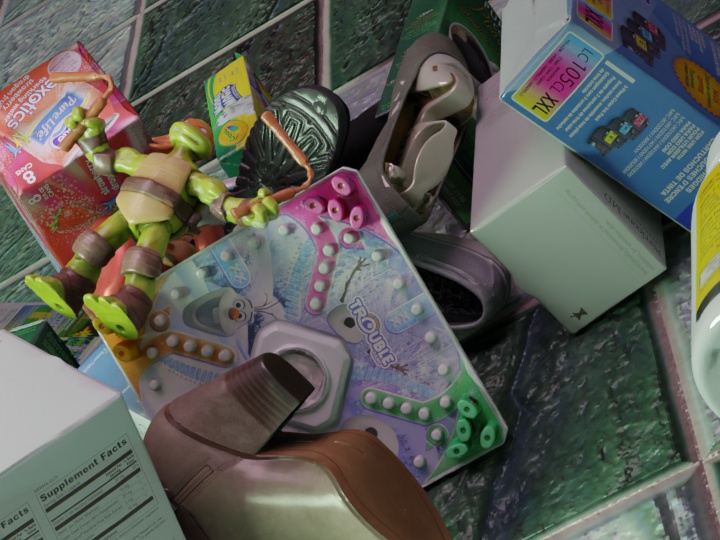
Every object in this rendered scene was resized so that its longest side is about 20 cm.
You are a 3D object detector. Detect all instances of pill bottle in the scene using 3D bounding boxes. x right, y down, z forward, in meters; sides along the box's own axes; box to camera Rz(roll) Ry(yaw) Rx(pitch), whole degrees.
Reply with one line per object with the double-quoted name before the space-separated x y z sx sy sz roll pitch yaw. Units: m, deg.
"pill bottle" 0.243 -0.006 1.169 0.114 0.114 0.200 -24 29 24

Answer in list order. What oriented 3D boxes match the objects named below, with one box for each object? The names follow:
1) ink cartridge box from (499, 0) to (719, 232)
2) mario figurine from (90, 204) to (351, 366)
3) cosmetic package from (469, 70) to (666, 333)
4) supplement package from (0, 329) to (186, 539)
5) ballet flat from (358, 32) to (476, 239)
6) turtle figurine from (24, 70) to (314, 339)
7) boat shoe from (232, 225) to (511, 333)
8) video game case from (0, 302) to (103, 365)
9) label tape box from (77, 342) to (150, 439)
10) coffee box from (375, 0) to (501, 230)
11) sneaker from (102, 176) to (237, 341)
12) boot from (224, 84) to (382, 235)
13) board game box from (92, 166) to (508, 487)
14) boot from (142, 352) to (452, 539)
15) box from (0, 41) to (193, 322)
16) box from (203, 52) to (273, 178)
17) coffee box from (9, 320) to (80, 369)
"ink cartridge box" 0.189 -0.112 1.341 0.076 0.200 0.136 -46 19 28
"mario figurine" -0.089 0.014 1.373 0.123 0.200 0.106 -63 -9 -1
"cosmetic package" 0.138 -0.065 1.392 0.085 0.108 0.200 -36 25 23
"supplement package" -0.202 0.171 1.235 0.151 0.200 0.152 -34 31 -25
"ballet flat" 0.050 -0.097 1.420 0.064 0.067 0.200 -29 29 45
"turtle figurine" -0.140 -0.042 1.299 0.200 0.064 0.161 24 67 20
"boat shoe" 0.000 0.001 1.411 0.201 0.070 0.072 9 21 12
"video game case" -0.298 0.079 1.683 0.182 0.022 0.200 -2 26 19
"label tape box" -0.087 0.077 1.475 0.200 0.063 0.144 23 61 41
"coffee box" 0.077 -0.135 1.580 0.044 0.123 0.200 -25 30 28
"sneaker" -0.132 -0.011 1.626 0.200 0.077 0.081 -45 15 32
"boot" -0.013 -0.089 1.533 0.200 0.066 0.165 -28 -24 -53
"board game box" -0.041 0.068 1.302 0.200 0.200 0.026 -30 1 13
"boot" -0.049 0.151 1.259 0.146 0.200 0.070 -48 -16 26
"box" -0.183 -0.049 1.446 0.100 0.200 0.095 -34 55 -9
"box" -0.077 -0.098 1.707 0.048 0.117 0.200 -31 26 10
"coffee box" -0.242 0.146 1.485 0.044 0.123 0.200 -17 31 29
